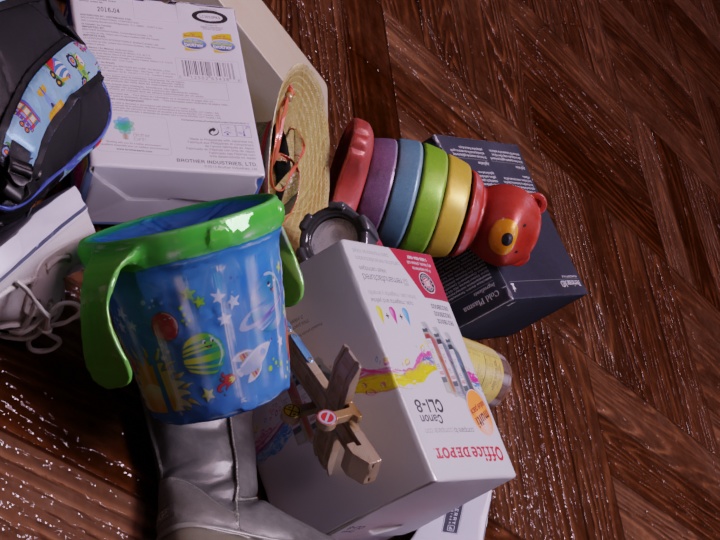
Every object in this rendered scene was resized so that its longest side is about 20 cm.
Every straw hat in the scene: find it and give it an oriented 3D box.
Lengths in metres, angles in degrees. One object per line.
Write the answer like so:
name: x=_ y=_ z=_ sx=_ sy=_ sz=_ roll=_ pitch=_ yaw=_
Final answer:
straw hat: x=-0.088 y=-0.081 z=1.301 sx=0.201 sy=0.085 sz=0.202 roll=3 pitch=90 yaw=-78

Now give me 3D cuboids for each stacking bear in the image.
stacking bear: x=0.071 y=-0.059 z=1.442 sx=0.199 sy=0.122 sz=0.114 roll=15 pitch=13 yaw=-8

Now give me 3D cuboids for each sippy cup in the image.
sippy cup: x=-0.106 y=0.028 z=1.033 sx=0.177 sy=0.140 sz=0.131 roll=-16 pitch=99 yaw=-20

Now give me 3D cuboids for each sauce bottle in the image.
sauce bottle: x=0.064 y=0.083 z=1.438 sx=0.200 sy=0.065 sz=0.065 roll=22 pitch=45 yaw=-49

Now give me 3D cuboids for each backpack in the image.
backpack: x=-0.260 y=-0.114 z=0.993 sx=0.183 sy=0.134 sz=0.200 roll=52 pitch=28 yaw=-10

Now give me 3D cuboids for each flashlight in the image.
flashlight: x=0.000 y=0.000 z=1.359 sx=0.068 sy=0.068 sz=0.200 roll=61 pitch=4 yaw=19

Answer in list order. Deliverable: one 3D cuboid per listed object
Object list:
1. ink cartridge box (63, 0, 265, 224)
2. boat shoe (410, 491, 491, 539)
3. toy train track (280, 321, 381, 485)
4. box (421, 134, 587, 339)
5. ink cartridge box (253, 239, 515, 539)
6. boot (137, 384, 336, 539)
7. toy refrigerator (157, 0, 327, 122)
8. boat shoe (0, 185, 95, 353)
ink cartridge box: x=-0.158 y=-0.135 z=1.202 sx=0.136 sy=0.076 sz=0.201 roll=2 pitch=58 yaw=-23
boat shoe: x=0.067 y=0.236 z=1.287 sx=0.068 sy=0.071 sz=0.200 roll=86 pitch=16 yaw=-47
toy train track: x=-0.049 y=0.075 z=1.125 sx=0.032 sy=0.115 sz=0.200 roll=-13 pitch=48 yaw=-28
box: x=0.118 y=-0.031 z=1.600 sx=0.200 sy=0.104 sz=0.183 roll=-1 pitch=63 yaw=-60
ink cartridge box: x=0.002 y=0.101 z=1.221 sx=0.145 sy=0.144 sz=0.201 roll=9 pitch=56 yaw=-59
boot: x=-0.085 y=0.132 z=1.121 sx=0.182 sy=0.073 sz=0.200 roll=27 pitch=34 yaw=-37
toy refrigerator: x=-0.109 y=-0.193 z=1.390 sx=0.200 sy=0.070 sz=0.076 roll=50 pitch=27 yaw=-40
boat shoe: x=-0.218 y=0.014 z=1.023 sx=0.086 sy=0.074 sz=0.202 roll=60 pitch=17 yaw=-11
